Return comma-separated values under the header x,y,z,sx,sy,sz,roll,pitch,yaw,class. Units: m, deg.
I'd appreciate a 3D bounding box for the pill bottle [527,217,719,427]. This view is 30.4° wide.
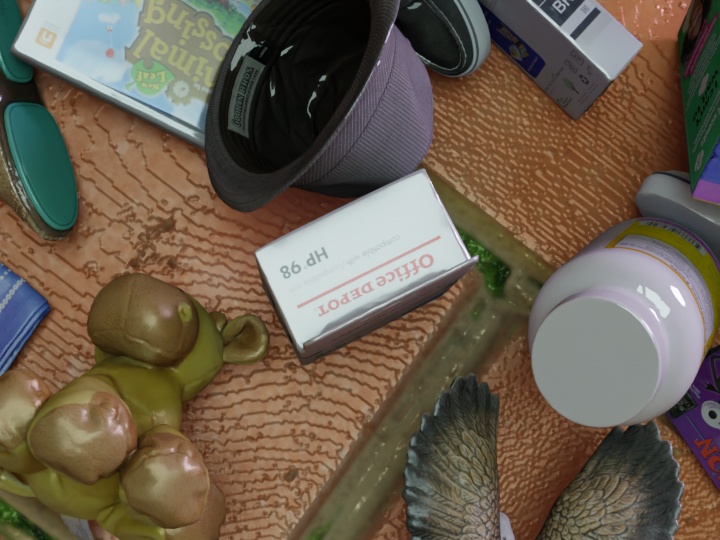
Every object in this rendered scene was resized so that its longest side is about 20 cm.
x,y,z,sx,sy,sz,roll,pitch,yaw,class
0.162,0.032,0.812,0.103,0.200,0.106,4,102,21,pill bottle

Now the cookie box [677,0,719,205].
x,y,z,sx,sy,sz,roll,pitch,yaw,class
0.297,-0.110,0.850,0.169,0.076,0.201,15,39,-1,cookie box

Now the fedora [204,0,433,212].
x,y,z,sx,sy,sz,roll,pitch,yaw,class
-0.015,-0.104,0.828,0.090,0.200,0.178,29,93,-33,fedora

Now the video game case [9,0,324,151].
x,y,z,sx,sy,sz,roll,pitch,yaw,class
-0.109,-0.184,0.902,0.198,0.022,0.184,25,82,-14,video game case

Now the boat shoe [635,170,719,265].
x,y,z,sx,sy,sz,roll,pitch,yaw,class
0.284,-0.029,0.899,0.198,0.072,0.066,24,76,1,boat shoe

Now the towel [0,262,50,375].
x,y,z,sx,sy,sz,roll,pitch,yaw,class
-0.325,0.023,0.890,0.199,0.024,0.146,36,82,2,towel

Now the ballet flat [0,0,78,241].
x,y,z,sx,sy,sz,roll,pitch,yaw,class
-0.246,-0.109,0.898,0.065,0.070,0.203,-20,81,23,ballet flat

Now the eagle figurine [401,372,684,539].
x,y,z,sx,sy,sz,roll,pitch,yaw,class
0.094,0.182,0.828,0.150,0.202,0.151,-10,38,-35,eagle figurine

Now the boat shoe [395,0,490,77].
x,y,z,sx,sy,sz,roll,pitch,yaw,class
0.005,-0.200,0.882,0.200,0.068,0.057,47,48,-9,boat shoe

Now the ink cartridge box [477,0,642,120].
x,y,z,sx,sy,sz,roll,pitch,yaw,class
0.095,-0.192,0.895,0.200,0.099,0.039,43,81,2,ink cartridge box

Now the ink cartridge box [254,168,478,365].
x,y,z,sx,sy,sz,roll,pitch,yaw,class
0.000,0.000,0.817,0.115,0.200,0.067,-26,85,-6,ink cartridge box

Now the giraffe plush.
x,y,z,sx,sy,sz,roll,pitch,yaw,class
-0.139,0.076,0.831,0.171,0.200,0.164,28,65,-4,giraffe plush

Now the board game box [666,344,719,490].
x,y,z,sx,sy,sz,roll,pitch,yaw,class
0.289,0.133,0.860,0.032,0.120,0.201,-32,84,-37,board game box
